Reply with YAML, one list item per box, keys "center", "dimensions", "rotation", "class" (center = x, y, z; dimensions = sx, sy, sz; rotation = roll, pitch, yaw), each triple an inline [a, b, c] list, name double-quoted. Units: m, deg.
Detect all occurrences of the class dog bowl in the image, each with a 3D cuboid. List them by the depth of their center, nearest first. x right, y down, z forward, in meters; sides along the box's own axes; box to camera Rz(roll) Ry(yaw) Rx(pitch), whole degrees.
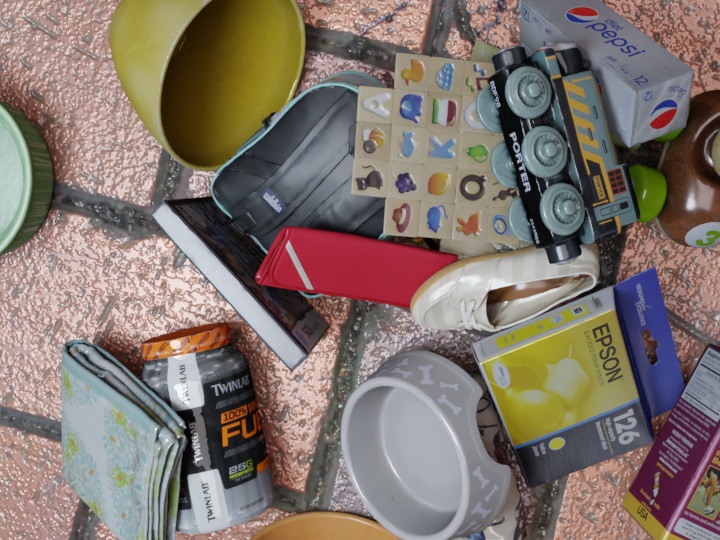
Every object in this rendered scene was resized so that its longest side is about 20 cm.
- center: [0.059, 0.188, 1.021]
  dimensions: [0.198, 0.058, 0.204]
  rotation: [17, 114, 42]
  class: "dog bowl"

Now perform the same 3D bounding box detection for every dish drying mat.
- center: [0.000, 0.000, 0.967]
  dimensions: [0.197, 0.018, 0.077]
  rotation: [10, 127, -31]
  class: "dish drying mat"

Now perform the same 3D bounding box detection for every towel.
- center: [-0.255, 0.189, 1.034]
  dimensions: [0.199, 0.048, 0.174]
  rotation: [31, 121, 38]
  class: "towel"

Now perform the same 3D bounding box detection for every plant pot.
- center: [-0.173, -0.224, 1.010]
  dimensions: [0.141, 0.199, 0.202]
  rotation: [33, 96, 27]
  class: "plant pot"
- center: [-0.034, 0.371, 1.042]
  dimensions: [0.196, 0.201, 0.142]
  rotation: [7, 112, 3]
  class: "plant pot"

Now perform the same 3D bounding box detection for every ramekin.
- center: [-0.431, -0.100, 1.068]
  dimensions: [0.196, 0.098, 0.204]
  rotation: [0, 94, 4]
  class: "ramekin"

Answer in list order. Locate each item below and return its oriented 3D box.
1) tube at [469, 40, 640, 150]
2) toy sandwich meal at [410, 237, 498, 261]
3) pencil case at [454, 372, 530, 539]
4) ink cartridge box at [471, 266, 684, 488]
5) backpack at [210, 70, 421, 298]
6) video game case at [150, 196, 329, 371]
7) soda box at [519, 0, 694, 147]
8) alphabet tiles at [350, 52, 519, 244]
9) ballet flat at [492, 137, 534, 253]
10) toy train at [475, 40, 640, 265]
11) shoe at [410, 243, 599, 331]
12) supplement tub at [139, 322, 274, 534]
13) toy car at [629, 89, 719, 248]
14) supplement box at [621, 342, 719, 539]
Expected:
- center: [0.204, -0.181, 1.040]
  dimensions: [0.197, 0.058, 0.053]
  rotation: [20, 116, 4]
  class: "tube"
- center: [0.133, -0.071, 1.044]
  dimensions: [0.201, 0.070, 0.209]
  rotation: [0, 94, 4]
  class: "toy sandwich meal"
- center: [0.117, 0.204, 1.063]
  dimensions: [0.088, 0.078, 0.203]
  rotation: [-15, 94, -9]
  class: "pencil case"
- center: [0.235, 0.118, 1.020]
  dimensions: [0.197, 0.047, 0.199]
  rotation: [-21, 123, 7]
  class: "ink cartridge box"
- center: [-0.023, -0.098, 1.005]
  dimensions: [0.176, 0.153, 0.200]
  rotation: [48, 120, 1]
  class: "backpack"
- center: [-0.115, 0.006, 1.012]
  dimensions: [0.025, 0.181, 0.200]
  rotation: [-42, 91, 7]
  class: "video game case"
- center: [0.233, -0.204, 0.963]
  dimensions: [0.067, 0.201, 0.064]
  rotation: [-21, 135, -14]
  class: "soda box"
- center: [0.091, -0.113, 0.928]
  dimensions: [0.196, 0.006, 0.170]
  rotation: [4, 89, -10]
  class: "alphabet tiles"
- center: [0.141, -0.096, 0.976]
  dimensions: [0.067, 0.075, 0.203]
  rotation: [-20, 88, -19]
  class: "ballet flat"
- center: [0.181, -0.110, 0.904]
  dimensions: [0.112, 0.085, 0.203]
  rotation: [-16, 90, -22]
  class: "toy train"
- center: [0.140, 0.020, 0.974]
  dimensions: [0.197, 0.054, 0.070]
  rotation: [-20, 129, 17]
  class: "shoe"
- center: [-0.167, 0.165, 1.058]
  dimensions: [0.120, 0.123, 0.203]
  rotation: [-11, 94, 5]
  class: "supplement tub"
- center: [0.370, -0.091, 0.939]
  dimensions: [0.162, 0.200, 0.160]
  rotation: [12, 95, -19]
  class: "toy car"
- center: [0.381, 0.198, 1.019]
  dimensions: [0.130, 0.103, 0.202]
  rotation: [26, 96, -12]
  class: "supplement box"
